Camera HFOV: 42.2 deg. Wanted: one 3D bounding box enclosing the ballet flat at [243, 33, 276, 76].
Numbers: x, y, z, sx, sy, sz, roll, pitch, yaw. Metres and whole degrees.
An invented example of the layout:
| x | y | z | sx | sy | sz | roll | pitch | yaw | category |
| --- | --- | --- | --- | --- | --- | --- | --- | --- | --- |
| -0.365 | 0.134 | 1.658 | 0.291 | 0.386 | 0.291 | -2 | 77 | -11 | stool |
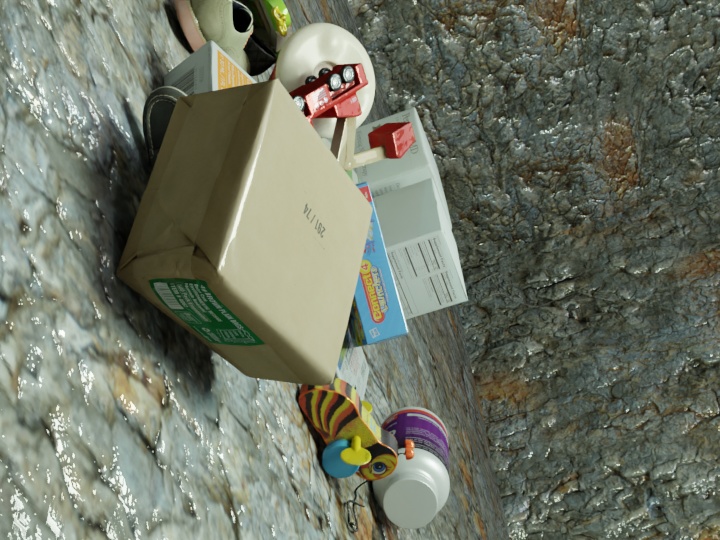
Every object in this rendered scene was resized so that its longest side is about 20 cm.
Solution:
| x | y | z | sx | sy | sz | roll | pitch | yaw | category |
| --- | --- | --- | --- | --- | --- | --- | --- | --- | --- |
| -0.171 | -0.354 | 1.226 | 0.067 | 0.056 | 0.202 | -84 | 151 | -70 | ballet flat |

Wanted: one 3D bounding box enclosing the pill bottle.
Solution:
| x | y | z | sx | sy | sz | roll | pitch | yaw | category |
| --- | --- | --- | --- | --- | --- | --- | --- | --- | --- |
| 0.075 | 0.288 | 1.363 | 0.200 | 0.111 | 0.114 | -75 | 146 | -73 | pill bottle |

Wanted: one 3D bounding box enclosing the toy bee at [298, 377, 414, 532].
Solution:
| x | y | z | sx | sy | sz | roll | pitch | yaw | category |
| --- | --- | --- | --- | --- | --- | --- | --- | --- | --- |
| 0.006 | 0.206 | 1.131 | 0.132 | 0.107 | 0.201 | -100 | 168 | -47 | toy bee |

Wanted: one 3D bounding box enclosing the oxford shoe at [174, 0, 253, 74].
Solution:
| x | y | z | sx | sy | sz | roll | pitch | yaw | category |
| --- | --- | --- | --- | --- | --- | --- | --- | --- | --- |
| -0.157 | -0.277 | 1.125 | 0.200 | 0.073 | 0.072 | 37 | 34 | -80 | oxford shoe |

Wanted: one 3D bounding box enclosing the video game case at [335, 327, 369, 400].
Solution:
| x | y | z | sx | sy | sz | roll | pitch | yaw | category |
| --- | --- | --- | --- | --- | --- | --- | --- | --- | --- |
| -0.032 | 0.103 | 1.346 | 0.200 | 0.022 | 0.185 | -71 | 143 | -73 | video game case |

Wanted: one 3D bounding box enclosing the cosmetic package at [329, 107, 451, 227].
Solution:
| x | y | z | sx | sy | sz | roll | pitch | yaw | category |
| --- | --- | --- | --- | --- | --- | --- | --- | --- | --- |
| 0.041 | -0.153 | 1.679 | 0.167 | 0.197 | 0.169 | 63 | 13 | -45 | cosmetic package |

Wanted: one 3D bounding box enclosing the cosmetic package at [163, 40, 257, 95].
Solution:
| x | y | z | sx | sy | sz | roll | pitch | yaw | category |
| --- | --- | --- | --- | --- | --- | --- | --- | --- | --- |
| -0.113 | -0.131 | 0.977 | 0.200 | 0.071 | 0.103 | 39 | 30 | -42 | cosmetic package |

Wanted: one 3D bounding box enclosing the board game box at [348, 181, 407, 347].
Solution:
| x | y | z | sx | sy | sz | roll | pitch | yaw | category |
| --- | --- | --- | --- | --- | --- | --- | --- | --- | --- |
| 0.000 | 0.000 | 1.273 | 0.196 | 0.055 | 0.203 | 130 | -55 | -82 | board game box |

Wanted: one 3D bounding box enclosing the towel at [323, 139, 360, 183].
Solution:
| x | y | z | sx | sy | sz | roll | pitch | yaw | category |
| --- | --- | --- | --- | --- | --- | --- | --- | --- | --- |
| -0.064 | -0.176 | 1.481 | 0.200 | 0.023 | 0.154 | 44 | 23 | -29 | towel |

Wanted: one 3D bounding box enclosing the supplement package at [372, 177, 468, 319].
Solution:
| x | y | z | sx | sy | sz | roll | pitch | yaw | category |
| --- | --- | --- | --- | --- | --- | --- | --- | --- | --- |
| 0.053 | -0.022 | 1.515 | 0.153 | 0.197 | 0.152 | -94 | 163 | -53 | supplement package |

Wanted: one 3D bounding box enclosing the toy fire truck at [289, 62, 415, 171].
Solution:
| x | y | z | sx | sy | sz | roll | pitch | yaw | category |
| --- | --- | --- | --- | --- | --- | --- | --- | --- | --- |
| -0.024 | -0.177 | 1.156 | 0.199 | 0.048 | 0.143 | -38 | 120 | -35 | toy fire truck |

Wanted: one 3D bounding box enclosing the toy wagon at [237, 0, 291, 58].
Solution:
| x | y | z | sx | sy | sz | roll | pitch | yaw | category |
| --- | --- | --- | --- | --- | --- | --- | --- | --- | --- |
| -0.138 | -0.357 | 1.254 | 0.200 | 0.039 | 0.156 | 37 | -24 | 50 | toy wagon |

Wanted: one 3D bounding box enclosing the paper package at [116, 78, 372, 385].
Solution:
| x | y | z | sx | sy | sz | roll | pitch | yaw | category |
| --- | --- | --- | --- | --- | --- | --- | --- | --- | --- |
| -0.085 | -0.027 | 0.792 | 0.200 | 0.102 | 0.193 | 50 | 44 | -50 | paper package |

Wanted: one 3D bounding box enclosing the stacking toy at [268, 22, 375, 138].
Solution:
| x | y | z | sx | sy | sz | roll | pitch | yaw | category |
| --- | --- | --- | --- | --- | --- | --- | --- | --- | --- |
| -0.084 | -0.244 | 1.272 | 0.199 | 0.145 | 0.148 | -1 | -69 | 59 | stacking toy |

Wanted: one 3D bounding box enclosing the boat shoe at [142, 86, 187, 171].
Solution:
| x | y | z | sx | sy | sz | roll | pitch | yaw | category |
| --- | --- | --- | --- | --- | --- | --- | --- | --- | --- |
| -0.148 | -0.065 | 0.840 | 0.057 | 0.066 | 0.203 | -91 | 165 | -74 | boat shoe |
